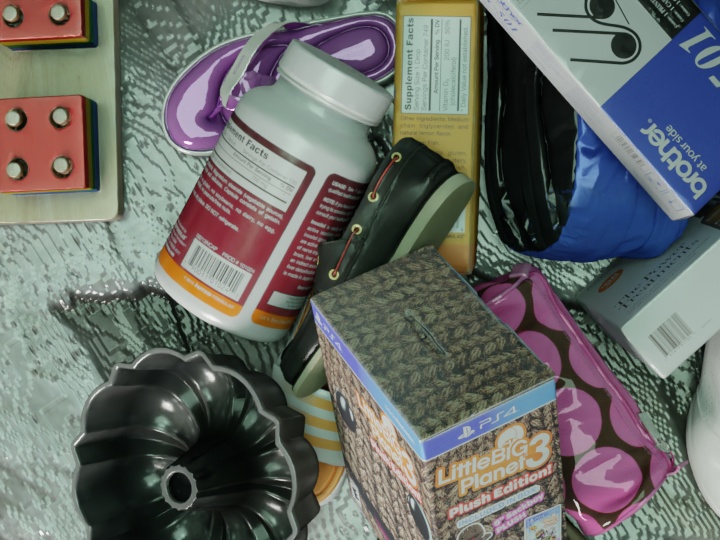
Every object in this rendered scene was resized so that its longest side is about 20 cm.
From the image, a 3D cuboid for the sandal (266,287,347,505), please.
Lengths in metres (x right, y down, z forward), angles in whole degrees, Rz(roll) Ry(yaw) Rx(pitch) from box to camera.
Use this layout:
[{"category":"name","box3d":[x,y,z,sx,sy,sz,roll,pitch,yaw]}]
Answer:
[{"category":"sandal","box3d":[-0.031,0.075,1.078,0.078,0.059,0.209,14,90,5]}]

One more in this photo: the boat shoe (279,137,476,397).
[{"category":"boat shoe","box3d":[0.001,0.000,1.016,0.063,0.074,0.202,38,106,18]}]

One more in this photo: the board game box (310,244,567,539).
[{"category":"board game box","box3d":[0.056,0.117,0.968,0.096,0.160,0.201,-23,130,-16]}]

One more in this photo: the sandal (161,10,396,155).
[{"category":"sandal","box3d":[-0.062,-0.152,1.090,0.201,0.050,0.083,-23,87,1]}]

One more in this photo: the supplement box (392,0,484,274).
[{"category":"supplement box","box3d":[0.057,-0.100,1.063,0.068,0.067,0.202,4,95,6]}]

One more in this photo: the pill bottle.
[{"category":"pill bottle","box3d":[-0.059,-0.059,1.042,0.112,0.113,0.201,30,101,4]}]

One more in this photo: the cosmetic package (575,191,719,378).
[{"category":"cosmetic package","box3d":[0.254,-0.020,1.012,0.200,0.151,0.052,-42,95,2]}]

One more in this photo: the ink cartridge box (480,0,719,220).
[{"category":"ink cartridge box","box3d":[0.173,-0.138,0.912,0.094,0.044,0.200,-42,93,-7]}]

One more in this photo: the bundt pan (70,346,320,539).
[{"category":"bundt pan","box3d":[-0.112,0.152,1.051,0.200,0.076,0.204,3,95,29]}]

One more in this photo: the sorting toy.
[{"category":"sorting toy","box3d":[-0.288,-0.137,1.097,0.197,0.070,0.202,-2,89,4]}]

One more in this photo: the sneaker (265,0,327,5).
[{"category":"sneaker","box3d":[-0.104,-0.267,1.083,0.198,0.075,0.089,20,78,6]}]

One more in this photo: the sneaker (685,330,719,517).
[{"category":"sneaker","box3d":[0.280,0.091,1.041,0.074,0.088,0.202,-2,89,3]}]

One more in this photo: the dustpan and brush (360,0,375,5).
[{"category":"dustpan and brush","box3d":[0.087,-0.239,1.043,0.199,0.139,0.058,-37,74,20]}]

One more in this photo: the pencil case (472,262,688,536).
[{"category":"pencil case","box3d":[0.148,0.089,1.053,0.094,0.091,0.201,-38,88,38]}]

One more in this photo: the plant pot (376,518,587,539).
[{"category":"plant pot","box3d":[0.090,0.263,1.049,0.199,0.093,0.203,0,89,5]}]

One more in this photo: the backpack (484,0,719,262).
[{"category":"backpack","box3d":[0.179,-0.105,1.016,0.166,0.162,0.202,5,87,-12]}]
